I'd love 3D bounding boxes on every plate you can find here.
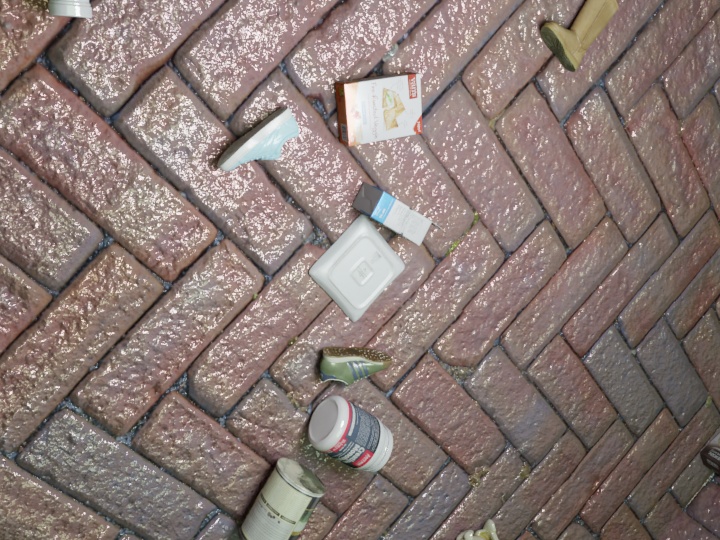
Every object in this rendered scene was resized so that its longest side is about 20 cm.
[{"bbox_3d":[0.000,0.000,1.621,0.200,0.032,0.200,-46,120,-7],"label":"plate"}]

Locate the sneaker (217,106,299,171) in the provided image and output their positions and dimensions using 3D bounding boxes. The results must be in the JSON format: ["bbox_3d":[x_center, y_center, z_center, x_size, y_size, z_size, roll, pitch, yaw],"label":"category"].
[{"bbox_3d":[-0.209,-0.259,1.403,0.199,0.074,0.083,-39,117,-9],"label":"sneaker"}]

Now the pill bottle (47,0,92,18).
[{"bbox_3d":[-0.508,-0.548,1.136,0.102,0.104,0.206,-4,109,-25],"label":"pill bottle"}]

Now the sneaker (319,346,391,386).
[{"bbox_3d":[-0.019,0.250,1.681,0.195,0.067,0.092,8,111,-29],"label":"sneaker"}]

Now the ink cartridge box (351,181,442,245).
[{"bbox_3d":[0.089,-0.126,1.574,0.197,0.116,0.069,28,95,-30],"label":"ink cartridge box"}]

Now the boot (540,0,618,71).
[{"bbox_3d":[0.556,-0.640,1.675,0.174,0.066,0.202,34,91,-44],"label":"boot"}]

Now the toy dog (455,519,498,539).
[{"bbox_3d":[0.329,0.881,2.041,0.195,0.142,0.195,-4,145,-27],"label":"toy dog"}]

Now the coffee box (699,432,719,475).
[{"bbox_3d":[1.422,0.688,2.530,0.198,0.113,0.081,-38,120,-11],"label":"coffee box"}]

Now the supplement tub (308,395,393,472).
[{"bbox_3d":[-0.024,0.421,1.686,0.198,0.140,0.142,35,90,-31],"label":"supplement tub"}]

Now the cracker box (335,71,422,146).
[{"bbox_3d":[0.045,-0.370,1.504,0.195,0.058,0.138,-15,114,-23],"label":"cracker box"}]

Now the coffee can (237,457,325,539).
[{"bbox_3d":[-0.197,0.601,1.654,0.145,0.146,0.203,30,92,-31],"label":"coffee can"}]
